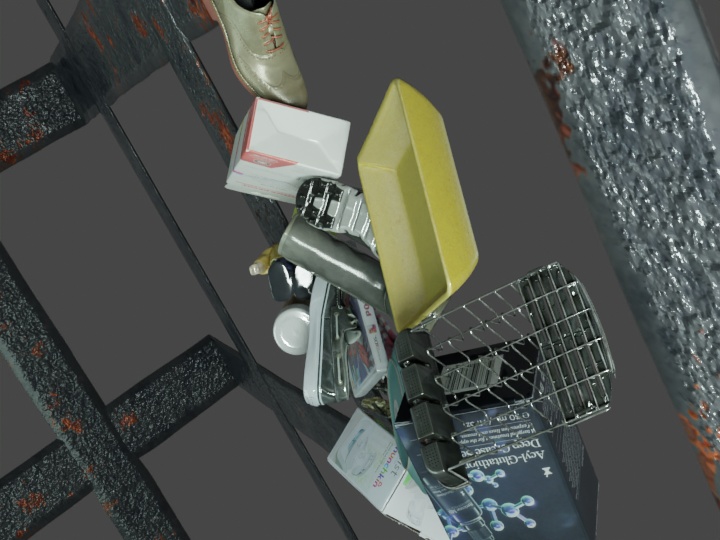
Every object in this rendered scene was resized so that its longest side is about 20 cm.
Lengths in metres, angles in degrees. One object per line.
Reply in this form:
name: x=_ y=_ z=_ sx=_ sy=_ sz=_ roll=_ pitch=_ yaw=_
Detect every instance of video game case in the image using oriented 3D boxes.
video game case: x=-0.009 y=0.075 z=1.279 sx=0.200 sy=0.022 sz=0.186 roll=119 pitch=137 yaw=-70

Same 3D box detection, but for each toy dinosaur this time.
toy dinosaur: x=0.058 y=0.210 z=1.305 sx=0.199 sy=0.047 sz=0.089 roll=31 pitch=161 yaw=52

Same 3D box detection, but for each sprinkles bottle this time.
sprinkles bottle: x=-0.086 y=0.063 z=1.338 sx=0.069 sy=0.067 sz=0.200 roll=59 pitch=-171 yaw=-11

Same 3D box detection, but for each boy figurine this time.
boy figurine: x=-0.107 y=-0.007 z=1.348 sx=0.200 sy=0.121 sz=0.066 roll=-113 pitch=19 yaw=-78

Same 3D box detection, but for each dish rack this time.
dish rack: x=0.126 y=0.090 z=0.791 sx=0.054 sy=0.197 sz=0.156 roll=27 pitch=-138 yaw=-54

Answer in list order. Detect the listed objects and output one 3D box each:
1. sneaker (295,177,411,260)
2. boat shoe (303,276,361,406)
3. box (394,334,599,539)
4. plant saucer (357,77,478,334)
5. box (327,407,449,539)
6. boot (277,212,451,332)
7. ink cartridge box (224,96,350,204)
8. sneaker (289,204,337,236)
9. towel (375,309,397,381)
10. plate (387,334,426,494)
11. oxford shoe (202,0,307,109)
sneaker: x=0.026 y=-0.052 z=1.007 sx=0.197 sy=0.068 sz=0.090 roll=26 pitch=-166 yaw=22
boat shoe: x=-0.032 y=0.085 z=1.195 sx=0.072 sy=0.069 sz=0.205 roll=71 pitch=-159 yaw=-65
box: x=0.144 y=0.189 z=0.911 sx=0.146 sy=0.108 sz=0.203 roll=-15 pitch=116 yaw=25
plant saucer: x=0.056 y=-0.055 z=0.861 sx=0.200 sy=0.047 sz=0.205 roll=123 pitch=135 yaw=-72
box: x=0.078 y=0.311 z=1.298 sx=0.199 sy=0.098 sz=0.176 roll=35 pitch=175 yaw=-30
boot: x=-0.001 y=0.002 z=1.030 sx=0.199 sy=0.073 sz=0.182 roll=38 pitch=170 yaw=-6
ink cartridge box: x=-0.096 y=-0.137 z=1.081 sx=0.200 sy=0.114 sz=0.069 roll=157 pitch=124 yaw=-71
sneaker: x=-0.065 y=-0.062 z=1.239 sx=0.200 sy=0.076 sz=0.093 roll=-156 pitch=67 yaw=-74
towel: x=0.048 y=0.144 z=1.334 sx=0.201 sy=0.030 sz=0.147 roll=52 pitch=161 yaw=18
plate: x=0.057 y=0.177 z=1.107 sx=0.200 sy=0.025 sz=0.206 roll=172 pitch=90 yaw=-83
oxford shoe: x=-0.115 y=-0.266 z=1.010 sx=0.202 sy=0.070 sz=0.074 roll=57 pitch=154 yaw=-14
